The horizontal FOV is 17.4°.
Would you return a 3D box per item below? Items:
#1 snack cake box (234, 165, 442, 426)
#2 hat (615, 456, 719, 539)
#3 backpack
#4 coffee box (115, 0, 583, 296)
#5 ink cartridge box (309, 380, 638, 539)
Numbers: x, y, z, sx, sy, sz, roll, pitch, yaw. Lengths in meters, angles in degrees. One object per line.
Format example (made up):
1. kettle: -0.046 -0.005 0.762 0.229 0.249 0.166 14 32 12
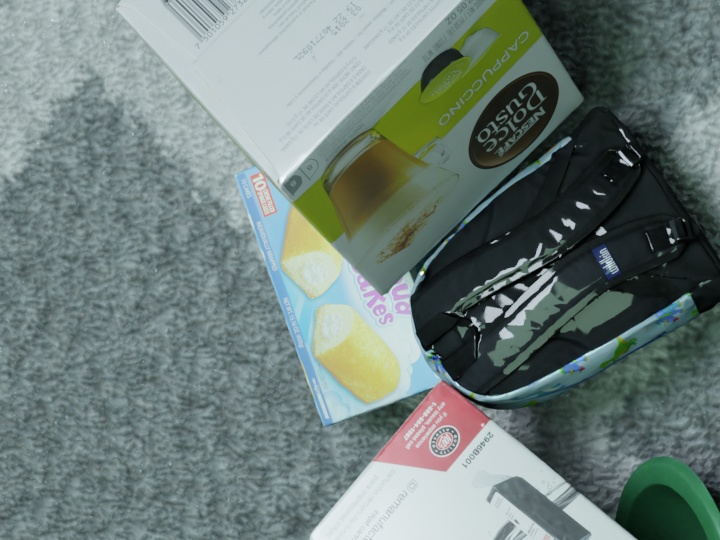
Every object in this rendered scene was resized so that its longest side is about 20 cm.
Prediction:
1. snack cake box: 0.000 0.000 1.737 0.114 0.067 0.201 -22 87 29
2. hat: 0.295 0.214 1.635 0.200 0.175 0.167 -120 33 -48
3. backpack: 0.132 0.013 1.631 0.199 0.154 0.164 -35 77 -6
4. coffee box: -0.004 -0.145 1.590 0.200 0.198 0.200 -44 58 0
5. ink cartridge box: 0.088 0.197 1.595 0.200 0.084 0.144 39 83 16
